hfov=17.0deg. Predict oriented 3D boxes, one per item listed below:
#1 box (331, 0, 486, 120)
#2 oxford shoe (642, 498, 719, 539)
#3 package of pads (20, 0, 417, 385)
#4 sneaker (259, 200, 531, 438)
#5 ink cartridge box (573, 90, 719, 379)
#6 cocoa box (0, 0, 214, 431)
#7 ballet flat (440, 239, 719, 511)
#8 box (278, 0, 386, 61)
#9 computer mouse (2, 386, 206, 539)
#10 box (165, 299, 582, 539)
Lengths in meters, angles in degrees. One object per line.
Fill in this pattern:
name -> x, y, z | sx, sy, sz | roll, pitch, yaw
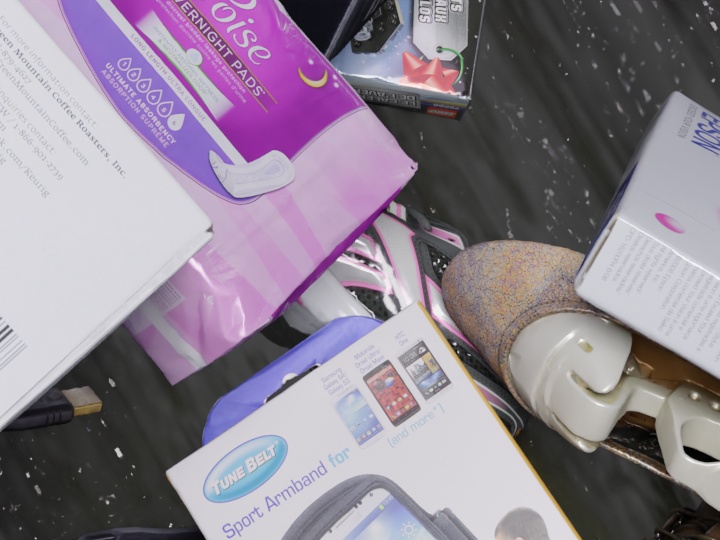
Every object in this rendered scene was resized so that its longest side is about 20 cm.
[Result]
box -> -0.005, -0.176, 1.044 | 0.136, 0.040, 0.202 | 10, 78, -2
oxford shoe -> 0.151, 0.117, 0.970 | 0.084, 0.072, 0.201 | 29, 73, -31
package of pads -> -0.084, -0.071, 0.895 | 0.200, 0.076, 0.121 | 49, 56, -5
sneaker -> 0.000, 0.000, 1.001 | 0.086, 0.080, 0.201 | -38, 92, -23
ink cartridge box -> 0.189, 0.014, 0.950 | 0.199, 0.196, 0.044 | 30, 111, 2
cocoa box -> -0.176, -0.031, 0.807 | 0.200, 0.131, 0.133 | 49, 57, -4
ballet flat -> 0.116, 0.051, 0.924 | 0.199, 0.068, 0.067 | 25, 33, 8
box -> -0.020, -0.226, 0.949 | 0.196, 0.118, 0.200 | 39, 60, 4
computer mouse -> -0.087, 0.113, 0.969 | 0.198, 0.046, 0.141 | -7, 68, -24
box -> 0.016, 0.107, 0.895 | 0.119, 0.042, 0.201 | -34, 68, -1
